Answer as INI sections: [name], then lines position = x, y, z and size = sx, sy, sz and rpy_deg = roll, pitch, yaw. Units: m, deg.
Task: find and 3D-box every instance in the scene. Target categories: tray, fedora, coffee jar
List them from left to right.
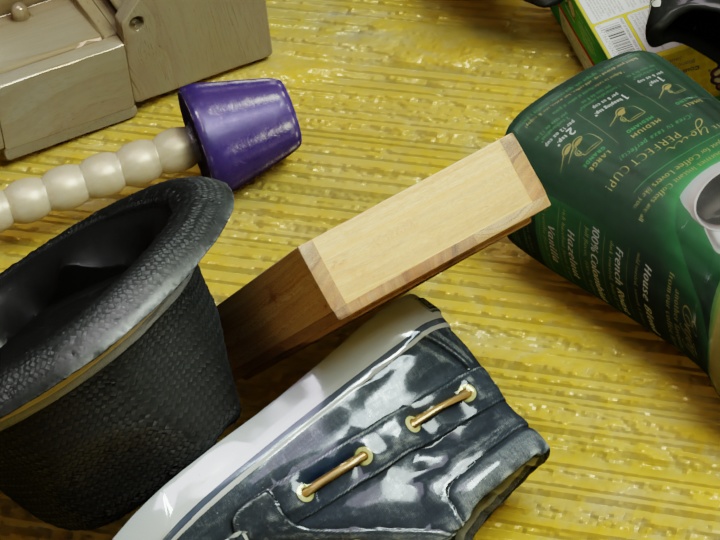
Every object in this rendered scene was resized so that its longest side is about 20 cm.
[fedora]
position = -0.110, 0.046, 1.154
size = 0.200, 0.092, 0.201
rpy_deg = -34, 16, 11
[tray]
position = 0.000, 0.000, 1.154
size = 0.099, 0.200, 0.037
rpy_deg = -29, 88, -18
[coffee jar]
position = 0.154, -0.010, 1.189
size = 0.104, 0.085, 0.200
rpy_deg = -30, 44, -21

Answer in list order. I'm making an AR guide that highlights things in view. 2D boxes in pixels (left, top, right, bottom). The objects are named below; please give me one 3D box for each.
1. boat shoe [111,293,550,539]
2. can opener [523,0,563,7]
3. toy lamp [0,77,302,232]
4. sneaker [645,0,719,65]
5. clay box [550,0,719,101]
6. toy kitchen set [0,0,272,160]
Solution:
[boat shoe]
position = -0.020, 0.104, 1.118
size = 0.200, 0.071, 0.091
rpy_deg = -41, 75, -8
[can opener]
position = 0.045, -0.169, 1.395
size = 0.200, 0.063, 0.079
rpy_deg = 32, 100, 52
[toy lamp]
position = -0.125, -0.042, 1.309
size = 0.200, 0.058, 0.058
rpy_deg = -21, 43, -7
[sneaker]
position = 0.218, -0.082, 1.245
size = 0.200, 0.071, 0.080
rpy_deg = 31, 65, 10
[clay box]
position = 0.200, -0.141, 1.348
size = 0.200, 0.048, 0.115
rpy_deg = -16, 42, -5
[toy kitchen set]
position = -0.175, -0.181, 1.375
size = 0.200, 0.181, 0.163
rpy_deg = -21, 42, -17
